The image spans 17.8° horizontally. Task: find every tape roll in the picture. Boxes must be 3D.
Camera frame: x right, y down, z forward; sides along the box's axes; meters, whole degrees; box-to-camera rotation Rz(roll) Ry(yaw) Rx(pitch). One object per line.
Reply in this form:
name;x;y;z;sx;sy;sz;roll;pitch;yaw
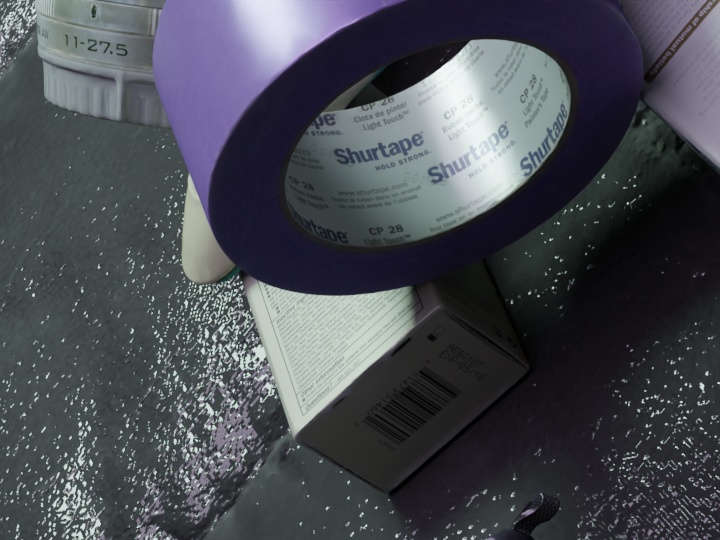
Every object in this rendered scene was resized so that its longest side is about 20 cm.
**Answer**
tape roll;0.016;-0.083;0.994;0.200;0.200;0.085;-38;54;22

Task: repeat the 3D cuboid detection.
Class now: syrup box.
syrup box;0.181;-0.074;0.996;0.082;0.079;0.200;-48;38;9

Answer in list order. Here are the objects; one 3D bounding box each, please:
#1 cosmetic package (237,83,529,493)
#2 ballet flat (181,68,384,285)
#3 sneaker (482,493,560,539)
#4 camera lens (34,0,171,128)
cosmetic package;0.000;0.000;1.149;0.103;0.073;0.201;-41;39;19
ballet flat;-0.042;-0.087;1.147;0.200;0.069;0.069;-54;37;2
sneaker;0.065;0.161;0.953;0.199;0.078;0.141;6;69;50
camera lens;-0.092;-0.186;1.232;0.160;0.159;0.202;23;111;53
